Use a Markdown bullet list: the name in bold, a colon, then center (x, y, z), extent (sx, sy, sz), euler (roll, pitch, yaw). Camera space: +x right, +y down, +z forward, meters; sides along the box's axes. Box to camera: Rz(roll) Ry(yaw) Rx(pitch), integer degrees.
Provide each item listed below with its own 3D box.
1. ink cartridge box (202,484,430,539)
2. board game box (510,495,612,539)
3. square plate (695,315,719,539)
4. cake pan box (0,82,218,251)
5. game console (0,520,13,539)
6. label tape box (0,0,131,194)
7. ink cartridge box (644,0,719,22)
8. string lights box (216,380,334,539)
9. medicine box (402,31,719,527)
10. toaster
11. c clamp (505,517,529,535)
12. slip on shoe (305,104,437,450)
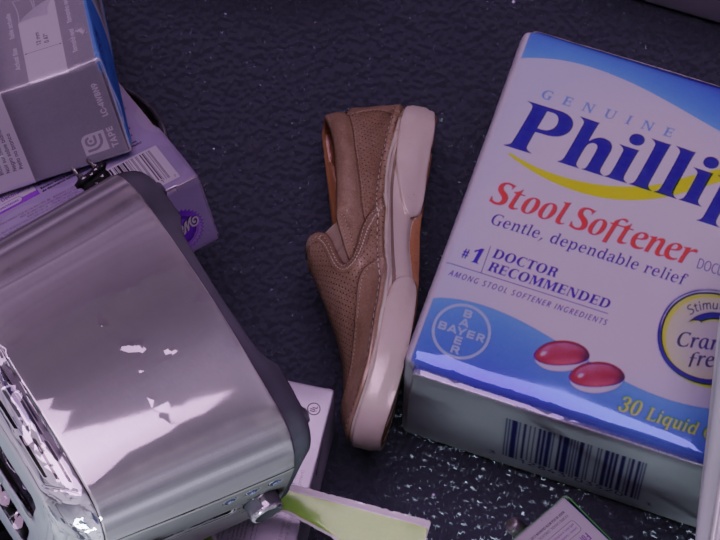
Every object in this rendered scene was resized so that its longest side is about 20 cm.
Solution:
- **ink cartridge box**: center (-0.056, 0.206, 1.396), extent (0.147, 0.076, 0.201), euler (14, 72, 6)
- **board game box**: center (0.106, 0.219, 1.292), extent (0.153, 0.040, 0.200), euler (-36, 67, -25)
- **square plate**: center (0.217, 0.087, 1.393), extent (0.028, 0.200, 0.199), euler (-1, 76, 38)
- **cake pan box**: center (-0.192, -0.037, 1.488), extent (0.199, 0.052, 0.184), euler (-30, 44, -12)
- **game console**: center (-0.265, 0.130, 1.363), extent (0.175, 0.117, 0.200), euler (-29, 111, 11)
- **label tape box**: center (-0.226, -0.095, 1.476), extent (0.199, 0.066, 0.144), euler (-16, 40, -1)
- **ink cartridge box**: center (0.228, -0.209, 1.579), extent (0.199, 0.084, 0.145), euler (17, 68, 9)
- **string lights box**: center (-0.120, 0.095, 1.464), extent (0.199, 0.059, 0.103), euler (13, 67, 6)
- **medicine box**: center (0.136, 0.006, 1.477), extent (0.181, 0.103, 0.201), euler (17, 68, 8)
- **toaster**: center (-0.124, 0.048, 1.343), extent (0.129, 0.114, 0.201), euler (-27, 76, -23)
- **c clamp**: center (0.151, 0.221, 1.370), extent (0.170, 0.027, 0.201), euler (20, 38, -35)
- **slip on shoe**: center (0.000, 0.000, 1.493), extent (0.060, 0.076, 0.201), euler (8, 62, -1)
